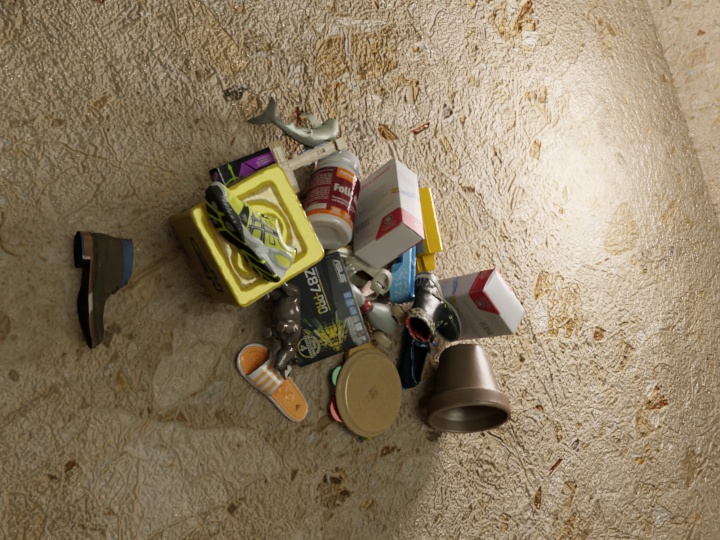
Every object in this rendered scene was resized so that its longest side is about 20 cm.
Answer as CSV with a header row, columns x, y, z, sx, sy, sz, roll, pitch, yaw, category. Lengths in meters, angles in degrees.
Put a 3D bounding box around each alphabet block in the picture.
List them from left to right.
x,y,z,sx,sy,sz,roll,pitch,yaw,category
-0.215,-0.062,1.322,0.194,0.199,0.198,-34,104,-22,alphabet block

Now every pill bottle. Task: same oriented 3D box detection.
x,y,z,sx,sy,sz,roll,pitch,yaw,category
-0.060,-0.158,1.539,0.114,0.114,0.202,31,52,-32,pill bottle

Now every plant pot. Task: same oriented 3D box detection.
x,y,z,sx,sy,sz,roll,pitch,yaw,category
0.254,0.280,1.720,0.199,0.200,0.176,24,48,-35,plant pot

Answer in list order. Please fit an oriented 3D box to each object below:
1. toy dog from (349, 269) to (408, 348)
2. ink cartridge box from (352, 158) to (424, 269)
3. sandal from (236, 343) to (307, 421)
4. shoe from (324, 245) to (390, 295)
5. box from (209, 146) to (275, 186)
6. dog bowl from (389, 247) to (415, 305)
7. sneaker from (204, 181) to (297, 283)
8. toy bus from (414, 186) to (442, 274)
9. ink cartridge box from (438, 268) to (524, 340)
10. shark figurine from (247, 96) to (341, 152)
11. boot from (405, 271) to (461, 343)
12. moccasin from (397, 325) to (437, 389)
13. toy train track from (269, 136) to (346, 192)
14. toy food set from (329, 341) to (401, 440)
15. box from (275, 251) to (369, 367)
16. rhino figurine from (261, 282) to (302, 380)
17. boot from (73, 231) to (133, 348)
x,y,z,sx,sy,sz,roll,pitch,yaw,category
0.022,0.080,1.595,0.131,0.096,0.201,-32,122,-9,toy dog
0.058,-0.127,1.584,0.085,0.147,0.202,32,40,-33,ink cartridge box
-0.162,0.225,1.437,0.207,0.059,0.079,50,55,-22,sandal
0.000,0.000,1.602,0.199,0.070,0.054,28,46,-36,shoe
-0.211,-0.139,1.473,0.142,0.036,0.202,-31,105,-39,box
0.101,-0.018,1.670,0.111,0.049,0.203,46,45,-74,dog bowl
-0.185,-0.073,1.194,0.077,0.075,0.201,-49,120,-25,sneaker
0.149,-0.097,1.743,0.065,0.078,0.203,-12,90,-40,toy bus
0.275,0.087,1.730,0.148,0.199,0.086,51,55,-22,ink cartridge box
-0.129,-0.285,1.532,0.213,0.090,0.129,2,53,-41,shark figurine
0.166,0.125,1.636,0.205,0.073,0.154,60,31,-28,boot
0.144,0.190,1.696,0.080,0.068,0.202,27,64,-33,moccasin
-0.117,-0.231,1.473,0.198,0.032,0.116,-27,105,-16,toy train track
0.014,0.273,1.586,0.201,0.048,0.199,51,55,-22,toy food set
-0.087,0.081,1.481,0.159,0.049,0.202,-19,96,-4,box
-0.150,0.115,1.405,0.087,0.059,0.203,6,80,-63,rhino figurine
-0.436,0.031,1.228,0.096,0.074,0.203,-1,82,-37,boot
